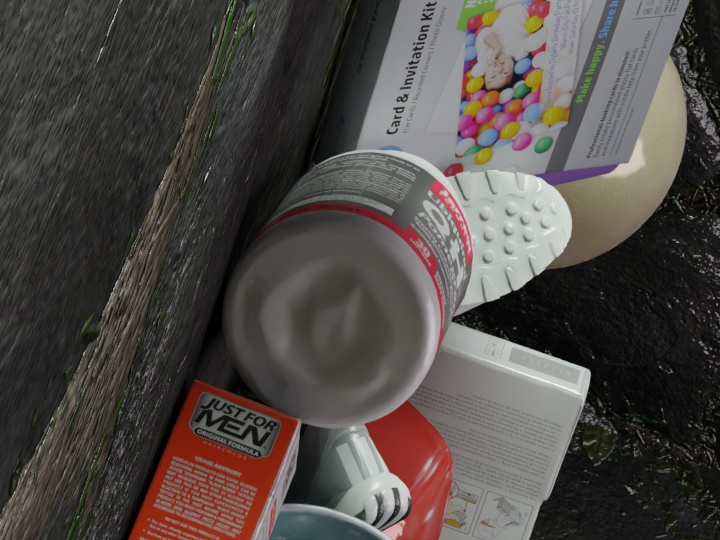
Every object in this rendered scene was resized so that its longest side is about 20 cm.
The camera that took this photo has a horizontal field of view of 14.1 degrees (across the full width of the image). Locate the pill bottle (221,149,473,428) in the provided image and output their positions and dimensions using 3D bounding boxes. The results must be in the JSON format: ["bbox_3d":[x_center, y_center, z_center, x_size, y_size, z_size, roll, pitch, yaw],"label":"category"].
[{"bbox_3d":[0.000,0.000,1.523,0.200,0.110,0.111,-60,169,-71],"label":"pill bottle"}]

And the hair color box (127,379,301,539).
[{"bbox_3d":[-0.092,0.166,1.439,0.102,0.061,0.201,99,12,-71],"label":"hair color box"}]

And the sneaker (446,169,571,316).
[{"bbox_3d":[0.026,0.004,1.672,0.199,0.077,0.081,-24,171,-7],"label":"sneaker"}]

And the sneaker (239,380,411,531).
[{"bbox_3d":[-0.053,0.123,1.715,0.075,0.116,0.200,-11,164,-45],"label":"sneaker"}]

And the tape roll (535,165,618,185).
[{"bbox_3d":[0.104,-0.152,1.815,0.200,0.065,0.201,168,-90,-79],"label":"tape roll"}]

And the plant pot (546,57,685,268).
[{"bbox_3d":[0.110,-0.114,1.996,0.201,0.200,0.134,-70,158,-6],"label":"plant pot"}]

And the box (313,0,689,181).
[{"bbox_3d":[0.084,-0.122,1.642,0.041,0.199,0.156,56,-39,40],"label":"box"}]

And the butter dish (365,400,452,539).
[{"bbox_3d":[-0.003,0.176,1.885,0.199,0.148,0.200,-40,157,-42],"label":"butter dish"}]

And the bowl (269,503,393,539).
[{"bbox_3d":[-0.051,0.236,1.620,0.105,0.200,0.201,-31,-146,64],"label":"bowl"}]

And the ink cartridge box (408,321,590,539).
[{"bbox_3d":[0.041,0.119,2.058,0.045,0.199,0.177,-66,175,-62],"label":"ink cartridge box"}]
